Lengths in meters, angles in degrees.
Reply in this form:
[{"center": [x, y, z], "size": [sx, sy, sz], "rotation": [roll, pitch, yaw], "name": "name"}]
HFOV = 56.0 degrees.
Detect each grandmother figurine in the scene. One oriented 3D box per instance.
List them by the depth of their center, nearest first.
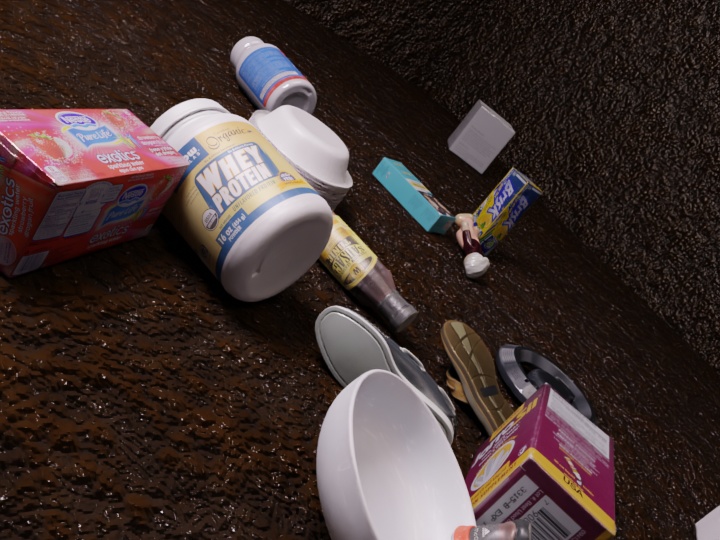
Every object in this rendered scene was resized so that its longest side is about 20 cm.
[{"center": [0.237, -0.044, 1.441], "size": [0.122, 0.060, 0.200], "rotation": [52, 20, -21], "name": "grandmother figurine"}]

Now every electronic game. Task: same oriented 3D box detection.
[{"center": [0.297, 0.193, 1.079], "size": [0.199, 0.042, 0.200], "rotation": [32, 23, -15], "name": "electronic game"}]

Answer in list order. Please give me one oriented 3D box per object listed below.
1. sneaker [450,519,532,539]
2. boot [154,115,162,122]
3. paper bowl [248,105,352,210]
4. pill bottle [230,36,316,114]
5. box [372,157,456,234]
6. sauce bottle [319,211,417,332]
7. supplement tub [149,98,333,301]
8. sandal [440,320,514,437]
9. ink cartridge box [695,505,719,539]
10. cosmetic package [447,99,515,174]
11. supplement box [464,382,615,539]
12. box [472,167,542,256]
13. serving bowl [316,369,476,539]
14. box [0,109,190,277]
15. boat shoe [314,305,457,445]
[{"center": [0.146, 0.279, 0.528], "size": [0.201, 0.081, 0.077], "rotation": [58, 21, -15], "name": "sneaker"}, {"center": [-0.211, -0.174, 0.932], "size": [0.155, 0.073, 0.201], "rotation": [27, 29, -36], "name": "boot"}, {"center": [-0.099, -0.193, 1.120], "size": [0.200, 0.105, 0.201], "rotation": [34, 20, -14], "name": "paper bowl"}, {"center": [-0.181, -0.381, 1.352], "size": [0.112, 0.112, 0.200], "rotation": [10, 36, -52], "name": "pill bottle"}, {"center": [0.119, -0.166, 1.507], "size": [0.200, 0.049, 0.082], "rotation": [49, 23, 24], "name": "box"}, {"center": [0.000, 0.000, 0.940], "size": [0.200, 0.066, 0.066], "rotation": [45, 21, 19], "name": "sauce bottle"}, {"center": [-0.141, -0.080, 0.754], "size": [0.200, 0.145, 0.144], "rotation": [46, 22, 19], "name": "supplement tub"}, {"center": [0.150, 0.157, 0.902], "size": [0.080, 0.054, 0.201], "rotation": [7, 52, -46], "name": "sandal"}, {"center": [0.619, 0.433, 0.980], "size": [0.200, 0.148, 0.144], "rotation": [43, 21, 11], "name": "ink cartridge box"}, {"center": [0.454, -0.508, 2.565], "size": [0.164, 0.200, 0.165], "rotation": [36, 21, -10], "name": "cosmetic package"}, {"center": [0.179, 0.221, 0.696], "size": [0.103, 0.131, 0.200], "rotation": [42, 20, 8], "name": "supplement box"}, {"center": [0.322, -0.134, 1.569], "size": [0.064, 0.200, 0.070], "rotation": [21, 26, -39], "name": "box"}, {"center": [0.023, 0.187, 0.556], "size": [0.200, 0.065, 0.201], "rotation": [50, 25, -32], "name": "serving bowl"}, {"center": [-0.260, -0.080, 0.617], "size": [0.095, 0.100, 0.200], "rotation": [41, 21, 4], "name": "box"}, {"center": [0.029, 0.116, 0.750], "size": [0.200, 0.075, 0.060], "rotation": [52, 22, 0], "name": "boat shoe"}]
